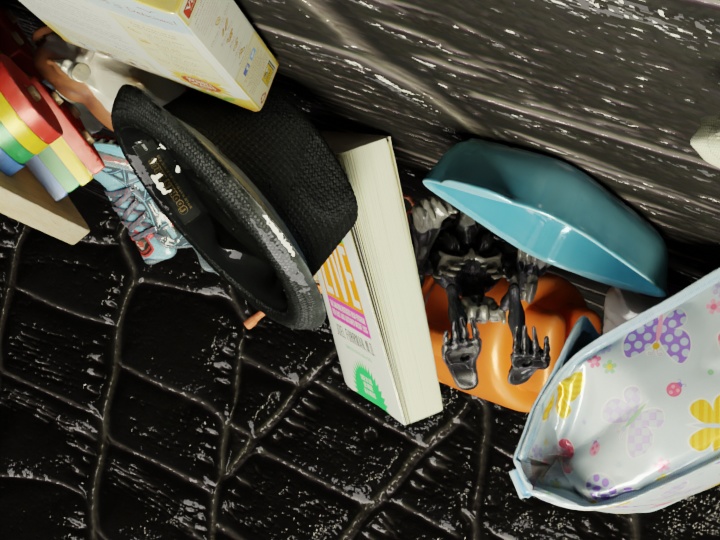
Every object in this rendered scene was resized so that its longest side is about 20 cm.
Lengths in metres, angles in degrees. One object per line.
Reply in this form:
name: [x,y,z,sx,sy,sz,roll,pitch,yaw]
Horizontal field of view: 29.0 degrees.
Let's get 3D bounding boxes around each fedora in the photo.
fedora: [-0.070,-0.060,0.912,0.200,0.092,0.201,42,163,17]

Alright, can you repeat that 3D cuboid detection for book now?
book: [0.000,0.000,1.028,0.048,0.202,0.133,-19,-165,-18]

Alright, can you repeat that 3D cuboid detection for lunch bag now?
lunch bag: [0.195,0.088,0.907,0.128,0.199,0.169,63,-168,19]

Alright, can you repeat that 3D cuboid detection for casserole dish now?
casserole dish: [0.124,-0.034,0.877,0.120,0.039,0.199,20,174,40]

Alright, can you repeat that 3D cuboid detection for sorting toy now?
sorting toy: [-0.268,-0.132,1.014,0.200,0.069,0.200,55,-178,11]

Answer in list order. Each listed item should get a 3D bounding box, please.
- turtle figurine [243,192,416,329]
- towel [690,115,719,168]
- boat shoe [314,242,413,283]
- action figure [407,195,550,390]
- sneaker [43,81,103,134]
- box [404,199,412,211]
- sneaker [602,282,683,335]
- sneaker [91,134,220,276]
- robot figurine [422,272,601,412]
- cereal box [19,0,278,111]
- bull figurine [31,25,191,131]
turtle figurine: [-0.066,-0.034,1.153,0.161,0.199,0.065,44,-151,-21]
towel: [0.244,-0.022,0.494,0.191,0.035,0.199,22,175,-29]
boat shoe: [0.023,0.009,1.294,0.198,0.067,0.074,-2,-175,19]
action figure: [0.091,-0.003,1.040,0.117,0.103,0.201,4,-146,-10]
sneaker: [-0.342,-0.175,1.302,0.197,0.081,0.129,14,172,-26]
box: [-0.066,-0.082,1.256,0.198,0.044,0.160,25,175,-19]
sneaker: [0.228,0.061,1.106,0.074,0.101,0.200,22,174,20]
sneaker: [-0.182,-0.054,1.254,0.199,0.096,0.079,25,174,-27]
robot figurine: [0.115,0.051,1.167,0.199,0.144,0.117,15,143,54]
cereal box: [-0.133,-0.150,0.772,0.142,0.040,0.200,22,175,9]
bull figurine: [-0.147,-0.124,1.020,0.198,0.066,0.121,24,174,-24]
